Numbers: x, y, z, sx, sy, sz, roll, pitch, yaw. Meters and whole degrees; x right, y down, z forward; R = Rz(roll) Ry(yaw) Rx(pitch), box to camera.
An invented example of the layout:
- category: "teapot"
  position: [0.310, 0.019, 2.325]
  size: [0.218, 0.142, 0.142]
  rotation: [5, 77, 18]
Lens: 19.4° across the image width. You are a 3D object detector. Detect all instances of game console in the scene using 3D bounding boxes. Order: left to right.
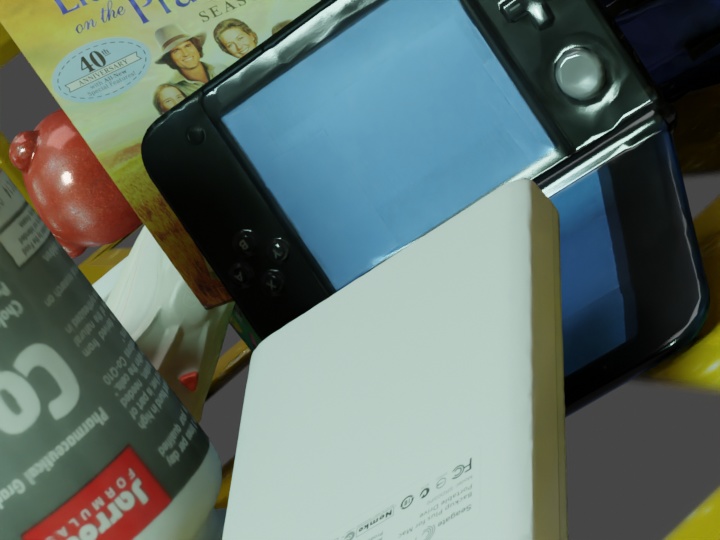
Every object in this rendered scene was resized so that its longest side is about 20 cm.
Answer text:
- category: "game console"
  position: [0.014, -0.019, 0.793]
  size: [0.199, 0.171, 0.118]
  rotation: [-33, 5, 24]

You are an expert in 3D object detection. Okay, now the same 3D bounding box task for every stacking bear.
- category: "stacking bear"
  position: [-0.086, -0.079, 1.123]
  size: [0.199, 0.122, 0.114]
  rotation: [-26, 30, -7]

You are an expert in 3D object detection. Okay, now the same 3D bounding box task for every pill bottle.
- category: "pill bottle"
  position: [-0.122, 0.066, 0.771]
  size: [0.114, 0.200, 0.114]
  rotation: [-35, 11, 8]

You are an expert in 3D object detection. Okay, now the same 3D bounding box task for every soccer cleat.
- category: "soccer cleat"
  position: [-0.094, 0.026, 1.007]
  size: [0.201, 0.069, 0.078]
  rotation: [-62, 10, 8]

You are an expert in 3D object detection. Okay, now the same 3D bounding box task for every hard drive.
- category: "hard drive"
  position: [0.009, 0.065, 0.684]
  size: [0.132, 0.026, 0.201]
  rotation: [-33, 27, 25]

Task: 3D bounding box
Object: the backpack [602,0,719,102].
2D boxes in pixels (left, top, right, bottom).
- category: "backpack"
  position: [0.160, -0.166, 0.901]
  size: [0.199, 0.163, 0.168]
  rotation: [-22, 0, 22]

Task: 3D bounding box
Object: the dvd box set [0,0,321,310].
- category: "dvd box set"
  position: [-0.050, -0.082, 0.876]
  size: [0.146, 0.200, 0.029]
  rotation: [-20, 37, 16]

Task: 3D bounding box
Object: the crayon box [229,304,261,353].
- category: "crayon box"
  position: [0.000, 0.000, 1.026]
  size: [0.119, 0.058, 0.200]
  rotation: [-40, 11, -8]

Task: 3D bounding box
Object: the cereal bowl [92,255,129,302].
- category: "cereal bowl"
  position: [-0.153, 0.076, 1.117]
  size: [0.200, 0.083, 0.200]
  rotation: [-40, 8, 7]
